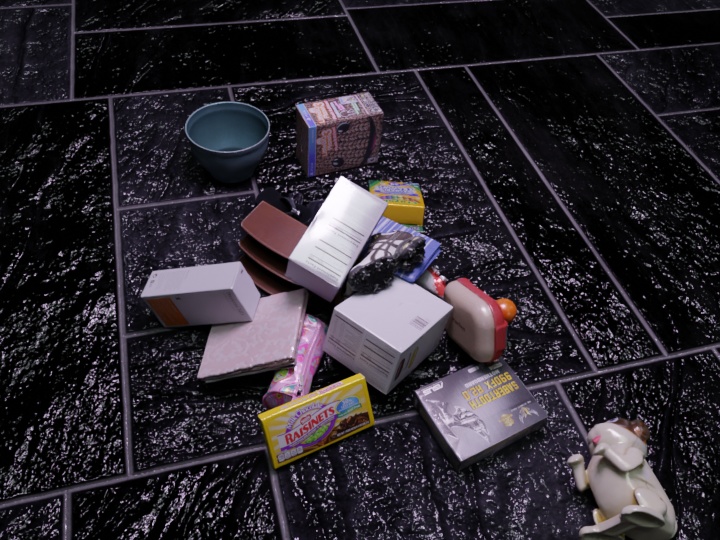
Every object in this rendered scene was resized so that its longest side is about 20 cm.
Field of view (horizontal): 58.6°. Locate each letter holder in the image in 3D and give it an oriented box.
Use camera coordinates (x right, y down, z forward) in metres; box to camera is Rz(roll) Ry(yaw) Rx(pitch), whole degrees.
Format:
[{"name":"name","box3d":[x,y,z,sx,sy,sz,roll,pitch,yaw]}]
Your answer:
[{"name":"letter holder","box3d":[-0.171,-0.032,1.360,0.200,0.101,0.142,31,65,25]}]

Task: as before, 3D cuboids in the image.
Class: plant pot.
[{"name":"plant pot","box3d":[-0.321,-0.302,1.580,0.200,0.134,0.201,2,48,-3]}]

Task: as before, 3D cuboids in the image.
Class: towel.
[{"name":"towel","box3d":[-0.201,0.123,1.226,0.200,0.032,0.191,-13,40,14]},{"name":"towel","box3d":[0.056,-0.054,1.348,0.200,0.024,0.145,27,44,17]}]

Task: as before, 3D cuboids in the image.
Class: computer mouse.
[{"name":"computer mouse","box3d":[-0.079,-0.130,1.514,0.200,0.053,0.139,-3,50,8]}]

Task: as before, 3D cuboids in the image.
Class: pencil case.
[{"name":"pencil case","box3d":[-0.117,0.178,1.207,0.087,0.088,0.200,12,46,5]}]

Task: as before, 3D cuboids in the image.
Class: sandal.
[{"name":"sandal","box3d":[-0.183,-0.142,1.482,0.076,0.043,0.200,-47,50,-14]}]

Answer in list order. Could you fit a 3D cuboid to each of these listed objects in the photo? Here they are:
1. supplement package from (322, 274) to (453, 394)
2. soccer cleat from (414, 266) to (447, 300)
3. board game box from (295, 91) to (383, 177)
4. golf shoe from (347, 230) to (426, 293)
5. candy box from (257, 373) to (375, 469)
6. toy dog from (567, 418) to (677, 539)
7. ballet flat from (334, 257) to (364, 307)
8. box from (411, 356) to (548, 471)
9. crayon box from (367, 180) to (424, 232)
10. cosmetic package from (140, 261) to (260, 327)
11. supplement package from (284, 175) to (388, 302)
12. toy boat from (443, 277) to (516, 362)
[{"name":"supplement package","box3d":[0.055,0.112,1.236,0.156,0.111,0.200,32,38,21]},{"name":"soccer cleat","box3d":[0.123,0.014,1.398,0.085,0.069,0.200,-45,79,7]},{"name":"board game box","box3d":[-0.056,-0.345,1.629,0.200,0.160,0.097,-16,52,-18]},{"name":"golf shoe","box3d":[0.036,-0.022,1.250,0.200,0.078,0.094,-26,46,-38]},{"name":"candy box","box3d":[-0.074,0.264,1.130,0.200,0.102,0.026,-19,18,-21]},{"name":"toy dog","box3d":[0.453,0.345,1.088,0.194,0.140,0.200,13,47,-12]},{"name":"ballet flat","box3d":[0.000,0.000,1.353,0.068,0.072,0.200,26,67,5]},{"name":"box","box3d":[0.220,0.259,1.196,0.200,0.048,0.158,-19,53,-21]},{"name":"crayon box","box3d":[0.081,-0.154,1.500,0.125,0.052,0.200,4,27,-3]},{"name":"cosmetic package","box3d":[-0.310,0.050,1.252,0.200,0.102,0.071,-6,46,18]},{"name":"supplement package","box3d":[-0.048,-0.059,1.244,0.109,0.114,0.200,30,70,0]},{"name":"toy boat","box3d":[0.248,0.088,1.273,0.130,0.131,0.200,-10,24,-17]}]
